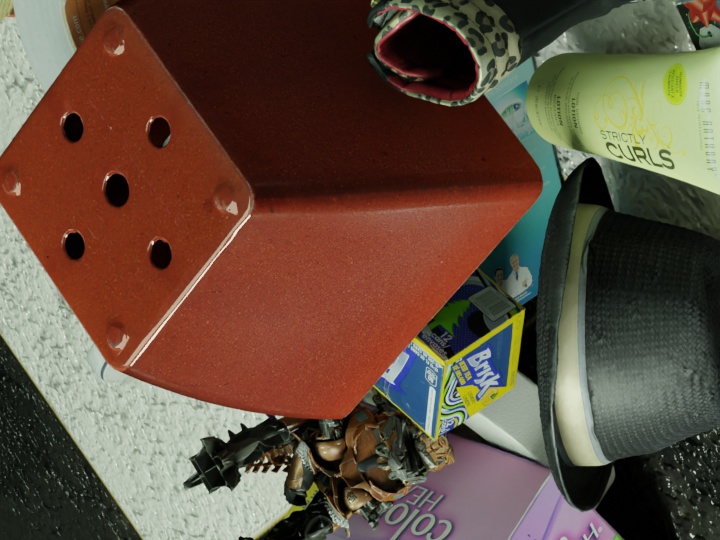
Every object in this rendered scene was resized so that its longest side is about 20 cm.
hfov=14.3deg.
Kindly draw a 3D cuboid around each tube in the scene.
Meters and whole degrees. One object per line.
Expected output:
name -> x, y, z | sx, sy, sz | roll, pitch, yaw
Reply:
tube -> 0.144, -0.081, 1.433 | 0.058, 0.052, 0.200 | 42, 172, -21

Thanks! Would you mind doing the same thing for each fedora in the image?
fedora -> 0.154, 0.037, 1.510 | 0.091, 0.201, 0.201 | 3, 127, 17

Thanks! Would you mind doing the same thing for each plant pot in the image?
plant pot -> -0.066, -0.048, 1.468 | 0.200, 0.176, 0.200 | -49, 65, 31

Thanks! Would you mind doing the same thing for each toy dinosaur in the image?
toy dinosaur -> -0.020, 0.117, 1.645 | 0.102, 0.136, 0.200 | 55, 155, 8

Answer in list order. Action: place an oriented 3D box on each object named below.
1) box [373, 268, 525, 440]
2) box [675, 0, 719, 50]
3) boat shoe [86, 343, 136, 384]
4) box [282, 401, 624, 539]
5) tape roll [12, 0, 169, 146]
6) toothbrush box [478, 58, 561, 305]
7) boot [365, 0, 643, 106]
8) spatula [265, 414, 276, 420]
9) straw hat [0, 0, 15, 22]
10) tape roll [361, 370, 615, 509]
box -> 0.000, 0.000, 1.588 | 0.200, 0.064, 0.070 | 42, 148, 29
box -> 0.244, -0.056, 1.366 | 0.137, 0.040, 0.200 | -8, 111, 58
boat shoe -> -0.129, 0.050, 2.006 | 0.066, 0.072, 0.200 | 59, 143, 5
box -> 0.084, 0.186, 1.709 | 0.176, 0.097, 0.200 | 17, 159, 49
tape roll -> -0.120, -0.158, 1.701 | 0.200, 0.066, 0.201 | 22, 123, 38
toothbrush box -> 0.028, -0.083, 1.618 | 0.146, 0.085, 0.200 | 19, 134, 48
boot -> 0.049, -0.155, 1.446 | 0.203, 0.154, 0.074 | 22, 136, 45
spatula -> -0.116, 0.016, 1.709 | 0.200, 0.021, 0.057 | 43, 177, 16
straw hat -> -0.196, -0.203, 1.832 | 0.085, 0.202, 0.201 | 13, 149, -10
tape roll -> 0.058, 0.082, 1.700 | 0.202, 0.037, 0.203 | 33, 167, 9
